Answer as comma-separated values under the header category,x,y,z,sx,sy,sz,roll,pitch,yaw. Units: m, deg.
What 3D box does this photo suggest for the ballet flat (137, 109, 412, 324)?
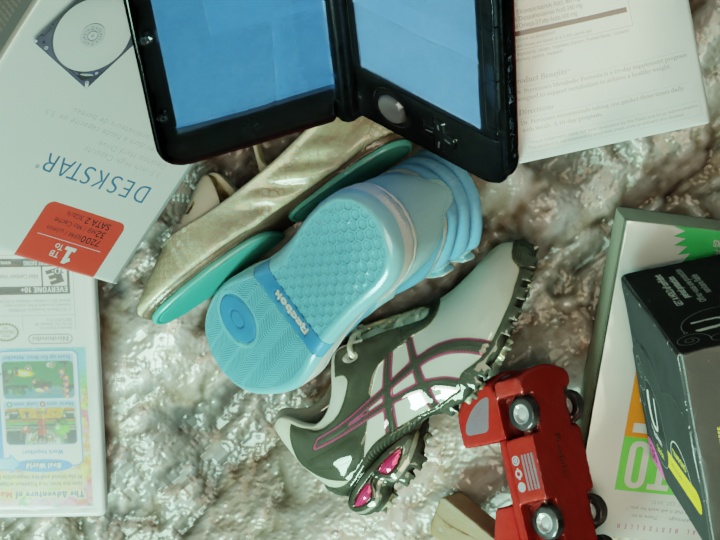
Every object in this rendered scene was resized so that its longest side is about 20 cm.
category,x,y,z,sx,sy,sz,roll,pitch,yaw
ballet flat,-0.059,-0.046,1.198,0.200,0.067,0.062,-35,78,7

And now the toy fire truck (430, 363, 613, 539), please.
category,x,y,z,sx,sy,sz,roll,pitch,yaw
toy fire truck,0.087,0.167,1.249,0.141,0.049,0.200,-20,80,45

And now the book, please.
category,x,y,z,sx,sy,sz,roll,pitch,yaw
book,0.206,0.068,1.243,0.134,0.048,0.200,7,106,-5

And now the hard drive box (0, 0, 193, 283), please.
category,x,y,z,sx,sy,sz,roll,pitch,yaw
hard drive box,-0.156,-0.108,1.120,0.156,0.077,0.200,18,114,-45

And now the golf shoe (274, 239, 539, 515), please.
category,x,y,z,sx,sy,sz,roll,pitch,yaw
golf shoe,0.030,0.054,1.218,0.088,0.077,0.200,36,104,-4

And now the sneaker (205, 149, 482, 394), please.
category,x,y,z,sx,sy,sz,roll,pitch,yaw
sneaker,0.000,0.000,1.200,0.200,0.131,0.080,-36,84,47

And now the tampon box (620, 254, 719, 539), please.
category,x,y,z,sx,sy,sz,roll,pitch,yaw
tampon box,0.267,0.059,1.145,0.200,0.150,0.126,-12,107,-1

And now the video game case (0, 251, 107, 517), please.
category,x,y,z,sx,sy,sz,roll,pitch,yaw
video game case,-0.259,0.067,1.245,0.200,0.024,0.182,-1,109,-1

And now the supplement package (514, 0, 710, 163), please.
category,x,y,z,sx,sy,sz,roll,pitch,yaw
supplement package,0.116,-0.178,1.117,0.109,0.114,0.200,-12,109,5

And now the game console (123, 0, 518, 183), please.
category,x,y,z,sx,sy,sz,roll,pitch,yaw
game console,-0.019,-0.119,1.049,0.172,0.119,0.200,31,149,28
